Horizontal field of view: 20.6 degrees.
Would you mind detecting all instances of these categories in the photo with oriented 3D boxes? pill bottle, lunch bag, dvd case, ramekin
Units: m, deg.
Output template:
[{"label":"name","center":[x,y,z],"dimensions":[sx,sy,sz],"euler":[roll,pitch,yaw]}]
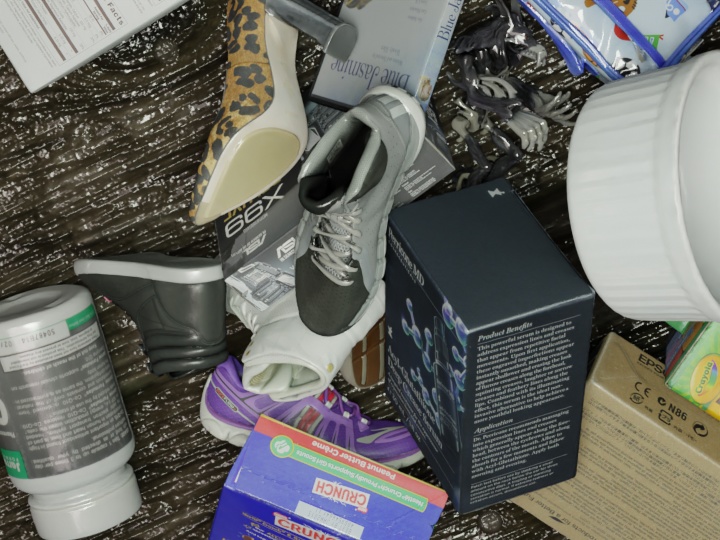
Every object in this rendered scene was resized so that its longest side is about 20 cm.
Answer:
[{"label":"pill bottle","center":[-0.259,0.122,1.698],"dimensions":[0.113,0.113,0.200],"euler":[-12,103,12]},{"label":"lunch bag","center":[0.192,-0.238,1.514],"dimensions":[0.200,0.076,0.160],"euler":[45,87,-6]},{"label":"dvd case","center":[0.032,-0.213,1.522],"dimensions":[0.018,0.143,0.200],"euler":[17,93,-36]},{"label":"ramekin","center":[0.233,-0.056,1.453],"dimensions":[0.098,0.200,0.201],"euler":[-6,107,35]}]

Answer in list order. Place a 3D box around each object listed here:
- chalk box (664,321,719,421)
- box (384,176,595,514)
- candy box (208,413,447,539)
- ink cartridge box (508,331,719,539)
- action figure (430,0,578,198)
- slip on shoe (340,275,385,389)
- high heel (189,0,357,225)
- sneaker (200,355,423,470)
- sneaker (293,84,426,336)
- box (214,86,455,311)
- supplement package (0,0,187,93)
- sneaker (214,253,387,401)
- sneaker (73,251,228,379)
[{"label":"chalk box","center":[0.321,0.055,1.579],"dimensions":[0.200,0.124,0.125],"euler":[31,108,-1]},{"label":"box","center":[0.095,0.059,1.523],"dimensions":[0.107,0.149,0.200],"euler":[-16,133,-17]},{"label":"candy box","center":[-0.033,0.212,1.649],"dimensions":[0.169,0.200,0.077],"euler":[24,66,1]},{"label":"ink cartridge box","center":[0.239,0.169,1.626],"dimensions":[0.200,0.075,0.165],"euler":[33,132,-3]},{"label":"action figure","center":[0.117,-0.127,1.565],"dimensions":[0.102,0.119,0.200],"euler":[22,120,22]},{"label":"slip on shoe","center":[0.000,0.000,1.651],"dimensions":[0.061,0.076,0.200],"euler":[29,130,45]},{"label":"high heel","center":[-0.100,-0.138,1.579],"dimensions":[0.200,0.143,0.071],"euler":[-54,137,0]},{"label":"sneaker","center":[-0.038,0.121,1.684],"dimensions":[0.200,0.081,0.084],"euler":[14,101,5]},{"label":"sneaker","center":[-0.023,-0.037,1.437],"dimensions":[0.075,0.115,0.200],"euler":[23,109,18]},{"label":"box","center":[-0.028,-0.081,1.576],"dimensions":[0.200,0.158,0.050],"euler":[-36,125,18]},{"label":"supplement package","center":[-0.196,-0.263,1.551],"dimensions":[0.200,0.152,0.151],"euler":[-29,99,16]},{"label":"sneaker","center":[-0.079,0.044,1.603],"dimensions":[0.200,0.116,0.074],"euler":[5,141,47]},{"label":"sneaker","center":[-0.176,0.037,1.632],"dimensions":[0.200,0.071,0.099],"euler":[7,103,52]}]
